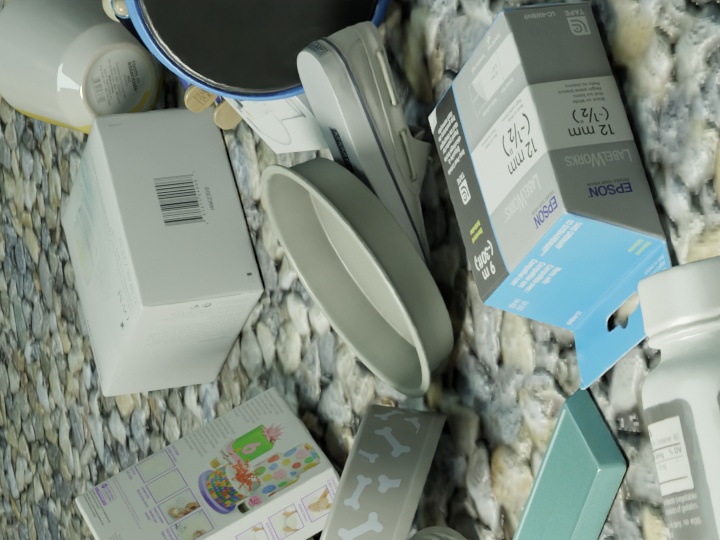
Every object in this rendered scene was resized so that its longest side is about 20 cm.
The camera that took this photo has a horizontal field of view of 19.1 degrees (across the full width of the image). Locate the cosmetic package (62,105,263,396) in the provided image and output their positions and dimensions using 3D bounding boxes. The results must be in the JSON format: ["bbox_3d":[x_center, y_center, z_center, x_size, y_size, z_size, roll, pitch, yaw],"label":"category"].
[{"bbox_3d":[-0.193,-0.016,2.019,0.200,0.122,0.200,119,139,-58],"label":"cosmetic package"}]

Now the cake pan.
[{"bbox_3d":[0.000,0.000,1.545,0.200,0.037,0.200,49,163,21],"label":"cake pan"}]

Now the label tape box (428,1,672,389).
[{"bbox_3d":[0.114,-0.041,1.305,0.143,0.066,0.201,127,133,-61],"label":"label tape box"}]

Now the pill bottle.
[{"bbox_3d":[0.202,0.094,1.056,0.113,0.113,0.201,150,111,-67],"label":"pill bottle"}]

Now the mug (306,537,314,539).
[{"bbox_3d":[-0.079,0.297,1.859,0.150,0.186,0.154,-66,-10,-66],"label":"mug"}]

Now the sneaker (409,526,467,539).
[{"bbox_3d":[0.060,0.293,1.546,0.114,0.072,0.201,115,146,-67],"label":"sneaker"}]

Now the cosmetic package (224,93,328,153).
[{"bbox_3d":[-0.091,-0.178,1.653,0.200,0.052,0.151,47,163,-16],"label":"cosmetic package"}]

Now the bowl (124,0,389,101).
[{"bbox_3d":[-0.074,-0.217,1.539,0.039,0.199,0.202,-100,9,-71],"label":"bowl"}]

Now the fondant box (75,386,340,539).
[{"bbox_3d":[-0.125,0.197,1.801,0.144,0.199,0.058,48,165,55],"label":"fondant box"}]

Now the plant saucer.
[{"bbox_3d":[0.128,0.168,1.401,0.201,0.019,0.070,105,149,-43],"label":"plant saucer"}]

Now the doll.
[{"bbox_3d":[-0.176,-0.208,1.926,0.049,0.136,0.200,-50,49,9],"label":"doll"}]

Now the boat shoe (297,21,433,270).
[{"bbox_3d":[0.018,-0.082,1.535,0.072,0.066,0.201,18,135,63],"label":"boat shoe"}]

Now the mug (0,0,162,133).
[{"bbox_3d":[-0.258,-0.197,2.135,0.153,0.186,0.150,31,93,53],"label":"mug"}]

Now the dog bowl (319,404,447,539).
[{"bbox_3d":[0.005,0.188,1.539,0.200,0.058,0.201,18,-90,-88],"label":"dog bowl"}]
